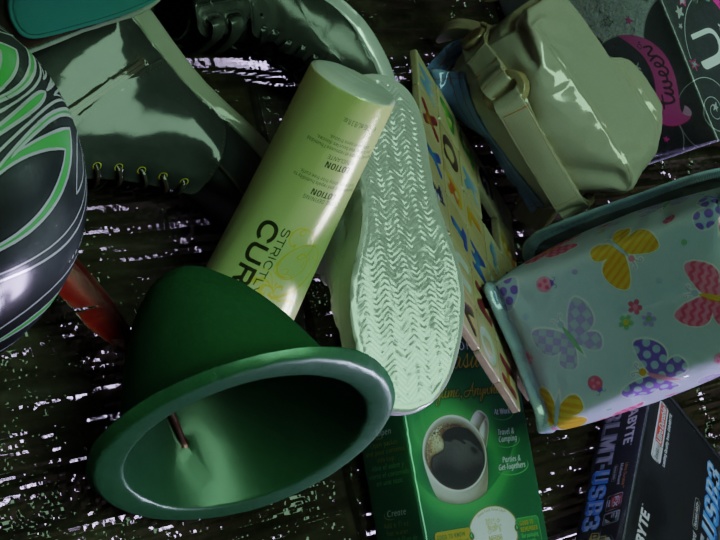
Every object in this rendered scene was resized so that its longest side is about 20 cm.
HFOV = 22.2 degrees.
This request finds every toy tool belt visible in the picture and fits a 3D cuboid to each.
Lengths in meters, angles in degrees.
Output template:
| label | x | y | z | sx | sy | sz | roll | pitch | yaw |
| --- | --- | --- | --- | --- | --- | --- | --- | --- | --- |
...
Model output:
| label | x | y | z | sx | sy | sz | roll | pitch | yaw |
| --- | --- | --- | --- | --- | --- | --- | --- | --- | --- |
| toy tool belt | 0.099 | -0.122 | 1.224 | 0.200 | 0.123 | 0.125 | 52 | 42 | -9 |

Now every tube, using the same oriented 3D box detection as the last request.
| label | x | y | z | sx | sy | sz | roll | pitch | yaw |
| --- | --- | --- | --- | --- | --- | --- | --- | --- | --- |
| tube | -0.045 | -0.017 | 1.009 | 0.058 | 0.200 | 0.052 | 30 | 18 | 6 |

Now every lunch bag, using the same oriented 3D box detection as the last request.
| label | x | y | z | sx | sy | sz | roll | pitch | yaw |
| --- | --- | --- | --- | --- | --- | --- | --- | --- | --- |
| lunch bag | 0.187 | 0.013 | 1.180 | 0.127 | 0.170 | 0.200 | 69 | 20 | 2 |

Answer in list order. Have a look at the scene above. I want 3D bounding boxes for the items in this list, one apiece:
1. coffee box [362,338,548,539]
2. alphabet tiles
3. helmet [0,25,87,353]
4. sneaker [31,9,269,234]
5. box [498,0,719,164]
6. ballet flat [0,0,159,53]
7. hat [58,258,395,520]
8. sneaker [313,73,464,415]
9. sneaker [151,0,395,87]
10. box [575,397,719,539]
| label | x | y | z | sx | sy | sz | roll | pitch | yaw |
| --- | --- | --- | --- | --- | --- | --- | --- | --- | --- |
| coffee box | 0.057 | 0.126 | 1.143 | 0.123 | 0.044 | 0.200 | -2 | 79 | -47 |
| alphabet tiles | 0.071 | -0.016 | 1.147 | 0.167 | 0.008 | 0.200 | 56 | 22 | -43 |
| helmet | -0.217 | -0.035 | 0.825 | 0.191 | 0.200 | 0.200 | -36 | 104 | -20 |
| sneaker | -0.122 | -0.057 | 1.017 | 0.200 | 0.075 | 0.106 | 49 | 60 | -22 |
| box | 0.193 | -0.178 | 1.314 | 0.115 | 0.132 | 0.200 | -28 | 97 | -48 |
| ballet flat | -0.195 | -0.139 | 0.944 | 0.200 | 0.069 | 0.069 | -20 | 91 | -13 |
| hat | -0.092 | 0.016 | 0.984 | 0.176 | 0.166 | 0.200 | 68 | 9 | 29 |
| sneaker | 0.000 | 0.000 | 1.072 | 0.074 | 0.116 | 0.200 | 5 | 67 | -25 |
| sneaker | -0.064 | -0.139 | 1.095 | 0.200 | 0.071 | 0.099 | 48 | 50 | -15 |
| box | 0.226 | 0.208 | 1.257 | 0.199 | 0.050 | 0.200 | 50 | 35 | -22 |
